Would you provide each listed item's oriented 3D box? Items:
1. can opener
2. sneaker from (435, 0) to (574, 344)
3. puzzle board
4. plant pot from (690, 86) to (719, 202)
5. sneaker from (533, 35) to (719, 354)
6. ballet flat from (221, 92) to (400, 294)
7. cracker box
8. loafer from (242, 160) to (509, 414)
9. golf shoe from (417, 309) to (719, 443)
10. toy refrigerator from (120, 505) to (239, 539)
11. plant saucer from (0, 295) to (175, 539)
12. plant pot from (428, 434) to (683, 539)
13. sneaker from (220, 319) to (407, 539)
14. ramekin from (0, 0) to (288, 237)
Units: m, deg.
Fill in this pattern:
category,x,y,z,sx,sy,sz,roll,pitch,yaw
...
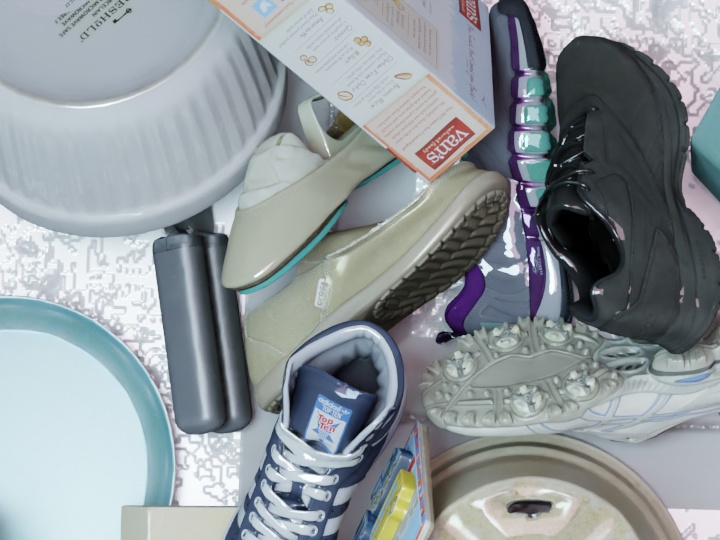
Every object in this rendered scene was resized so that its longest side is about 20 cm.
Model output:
category,x,y,z,sx,sy,sz,roll,pitch,yaw
can opener,-0.111,-0.001,1.752,0.067,0.053,0.201,-12,82,33
sneaker,0.072,-0.057,1.734,0.087,0.074,0.201,-6,83,7
puzzle board,-0.008,0.194,1.638,0.017,0.151,0.201,22,106,-6
plant pot,0.294,-0.056,1.694,0.199,0.141,0.142,31,85,10
sneaker,0.137,-0.050,1.660,0.090,0.076,0.201,7,52,-31
ballet flat,-0.026,-0.060,1.699,0.069,0.070,0.200,42,47,6
cracker box,-0.014,-0.156,1.660,0.200,0.134,0.058,38,117,-22
loafer,0.000,0.000,1.705,0.200,0.076,0.068,-43,71,20
golf shoe,0.134,0.074,1.703,0.199,0.098,0.079,-10,46,-3
toy refrigerator,-0.095,0.234,1.697,0.075,0.070,0.201,1,86,-19
plant saucer,-0.206,0.116,1.746,0.199,0.027,0.201,0,83,3
plant pot,0.093,0.183,1.648,0.199,0.184,0.202,0,83,2
sneaker,-0.031,0.119,1.624,0.070,0.109,0.201,23,73,7
ramekin,-0.145,-0.129,1.697,0.199,0.105,0.201,-3,60,5
